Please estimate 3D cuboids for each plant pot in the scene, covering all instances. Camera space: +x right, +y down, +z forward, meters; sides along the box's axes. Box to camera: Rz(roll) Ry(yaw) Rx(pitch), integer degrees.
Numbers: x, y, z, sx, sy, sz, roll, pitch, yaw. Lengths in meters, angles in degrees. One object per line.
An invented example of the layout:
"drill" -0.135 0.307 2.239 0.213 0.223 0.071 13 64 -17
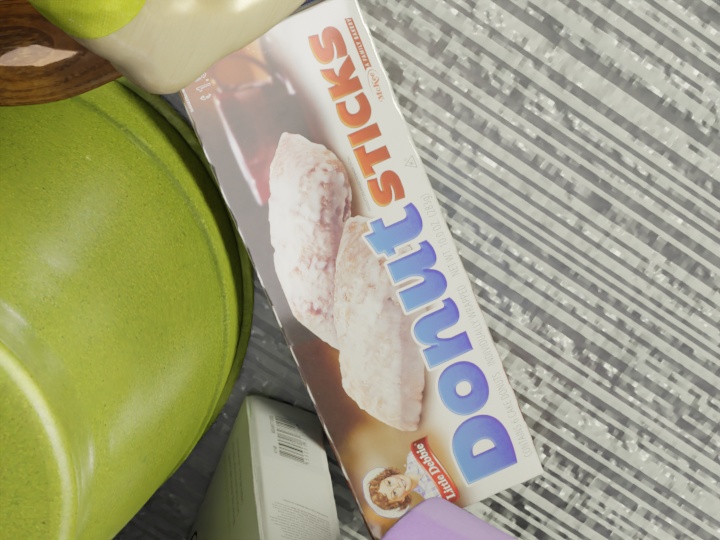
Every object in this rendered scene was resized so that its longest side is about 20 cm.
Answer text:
"plant pot" -0.142 0.035 0.636 0.200 0.193 0.201 0 108 1

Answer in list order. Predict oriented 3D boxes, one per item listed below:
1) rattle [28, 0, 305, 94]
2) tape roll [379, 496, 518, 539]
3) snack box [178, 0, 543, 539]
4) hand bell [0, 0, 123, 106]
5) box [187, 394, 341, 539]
"rattle" -0.041 -0.160 0.543 0.200 0.143 0.130 -53 133 0
"tape roll" 0.006 0.178 0.631 0.066 0.200 0.200 28 108 16
"snack box" 0.000 0.000 0.703 0.072 0.024 0.200 -23 106 -2
"hand bell" -0.162 -0.061 0.576 0.200 0.104 0.104 -5 108 5
"box" -0.059 0.164 0.701 0.036 0.144 0.200 18 108 -12
